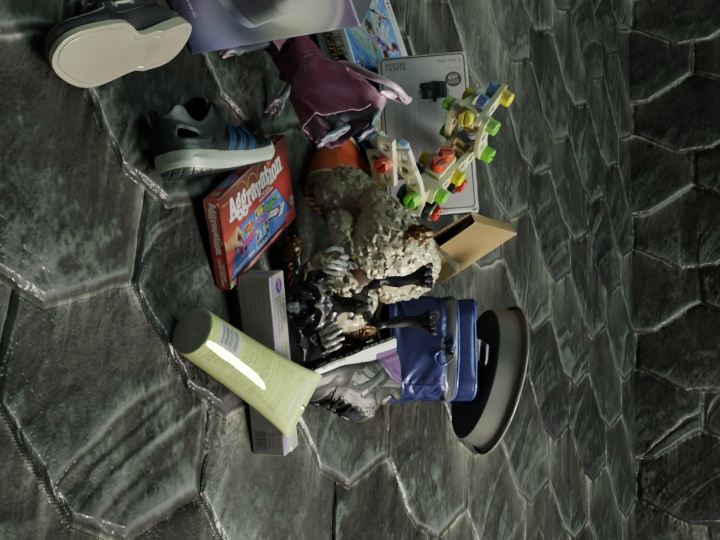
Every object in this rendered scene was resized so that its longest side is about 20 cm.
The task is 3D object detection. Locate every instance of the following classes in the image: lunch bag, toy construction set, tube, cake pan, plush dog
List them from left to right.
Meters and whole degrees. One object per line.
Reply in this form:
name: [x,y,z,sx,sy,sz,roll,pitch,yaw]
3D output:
tube: [-0.113,0.103,1.414,0.200,0.058,0.052,39,25,-45]
plush dog: [0.000,0.000,1.605,0.200,0.172,0.160,47,-4,-22]
lunch bag: [0.093,0.101,1.766,0.200,0.132,0.136,133,-43,-81]
toy construction set: [0.094,-0.138,1.618,0.200,0.092,0.131,-30,153,-34]
cake pan: [0.166,0.139,1.804,0.200,0.037,0.201,-165,-90,-78]

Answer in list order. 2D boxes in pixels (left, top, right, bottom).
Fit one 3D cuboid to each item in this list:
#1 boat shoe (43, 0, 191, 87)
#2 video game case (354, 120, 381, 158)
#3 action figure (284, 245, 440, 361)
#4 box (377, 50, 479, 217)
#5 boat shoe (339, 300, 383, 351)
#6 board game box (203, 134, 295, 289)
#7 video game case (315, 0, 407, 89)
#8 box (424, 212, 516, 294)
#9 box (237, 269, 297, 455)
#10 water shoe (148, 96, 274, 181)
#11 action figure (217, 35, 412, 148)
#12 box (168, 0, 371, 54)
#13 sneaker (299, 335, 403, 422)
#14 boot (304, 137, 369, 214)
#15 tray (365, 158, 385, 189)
boat shoe: [-0.233,-0.217,1.259,0.063,0.073,0.200,42,27,11]
video game case: [0.029,-0.200,1.868,0.200,0.018,0.143,48,32,-43]
action figure: [-0.018,0.033,1.498,0.102,0.199,0.119,40,46,-75]
box: [0.084,-0.167,1.727,0.060,0.116,0.201,32,53,-87]
boat shoe: [-0.008,0.077,1.718,0.063,0.074,0.202,-3,96,-37]
board game box: [-0.118,-0.068,1.513,0.200,0.019,0.103,-55,141,-59]
video game case: [-0.005,-0.321,1.800,0.200,0.045,0.182,-30,101,-66]
box: [0.111,-0.020,1.814,0.021,0.163,0.200,60,17,14]
box: [-0.099,0.100,1.486,0.039,0.041,0.201,-32,119,-67]
water shoe: [-0.147,-0.140,1.408,0.200,0.071,0.079,-23,101,-69]
action figure: [-0.061,-0.233,1.542,0.200,0.149,0.134,56,5,17]
box: [-0.105,-0.344,1.391,0.123,0.198,0.200,-72,147,-46]
sneaker: [-0.016,0.138,1.595,0.200,0.076,0.088,-15,90,-47]
boot: [-0.004,-0.097,1.757,0.200,0.075,0.107,55,31,-49]
tray: [0.033,-0.053,1.882,0.099,0.037,0.201,-32,114,-66]
